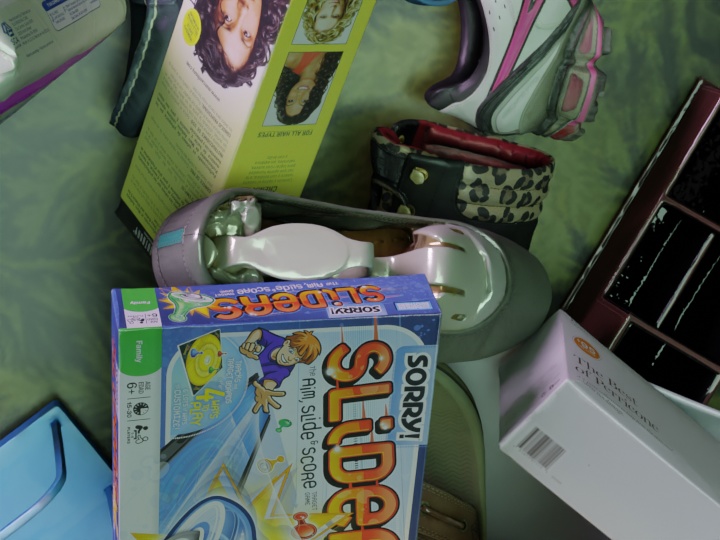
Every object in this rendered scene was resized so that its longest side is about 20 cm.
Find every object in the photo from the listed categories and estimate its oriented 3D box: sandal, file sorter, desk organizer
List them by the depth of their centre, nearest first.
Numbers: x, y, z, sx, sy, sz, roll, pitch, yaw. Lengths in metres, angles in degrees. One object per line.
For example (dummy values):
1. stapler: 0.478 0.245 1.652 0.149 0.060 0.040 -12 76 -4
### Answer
1. sandal: 0.027 0.125 0.837 0.080 0.057 0.201 -9 111 8
2. file sorter: -0.145 0.196 0.868 0.139 0.123 0.200 -37 105 -3
3. desk organizer: 0.171 0.004 0.917 0.072 0.077 0.200 29 94 -16

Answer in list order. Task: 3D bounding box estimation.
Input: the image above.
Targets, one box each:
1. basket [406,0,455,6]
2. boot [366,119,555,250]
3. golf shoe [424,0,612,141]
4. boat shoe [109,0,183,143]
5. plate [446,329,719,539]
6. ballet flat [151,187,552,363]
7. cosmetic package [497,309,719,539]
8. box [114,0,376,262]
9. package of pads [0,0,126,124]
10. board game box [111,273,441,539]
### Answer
1. basket: 0.022 -0.247 0.790 0.176 0.139 0.200 33 89 -25
2. boot: 0.000 0.000 0.869 0.200 0.073 0.151 7 113 -17
3. golf shoe: 0.085 -0.166 0.867 0.092 0.073 0.200 5 100 -13
4. boat shoe: -0.092 -0.160 0.831 0.062 0.075 0.200 17 96 -16
5. plate: 0.091 0.127 0.881 0.199 0.032 0.200 24 112 -4
6. ballet flat: 0.008 0.003 0.766 0.200 0.064 0.067 7 77 -23
7. cosmetic package: 0.154 0.109 0.809 0.200 0.083 0.051 39 107 -11
8. box: -0.051 -0.084 0.778 0.050 0.075 0.200 -7 132 -38
9. package of pads: -0.208 -0.071 0.760 0.200 0.155 0.068 -35 100 20
10. board game box: -0.041 0.097 0.757 0.135 0.034 0.200 -3 122 -12
